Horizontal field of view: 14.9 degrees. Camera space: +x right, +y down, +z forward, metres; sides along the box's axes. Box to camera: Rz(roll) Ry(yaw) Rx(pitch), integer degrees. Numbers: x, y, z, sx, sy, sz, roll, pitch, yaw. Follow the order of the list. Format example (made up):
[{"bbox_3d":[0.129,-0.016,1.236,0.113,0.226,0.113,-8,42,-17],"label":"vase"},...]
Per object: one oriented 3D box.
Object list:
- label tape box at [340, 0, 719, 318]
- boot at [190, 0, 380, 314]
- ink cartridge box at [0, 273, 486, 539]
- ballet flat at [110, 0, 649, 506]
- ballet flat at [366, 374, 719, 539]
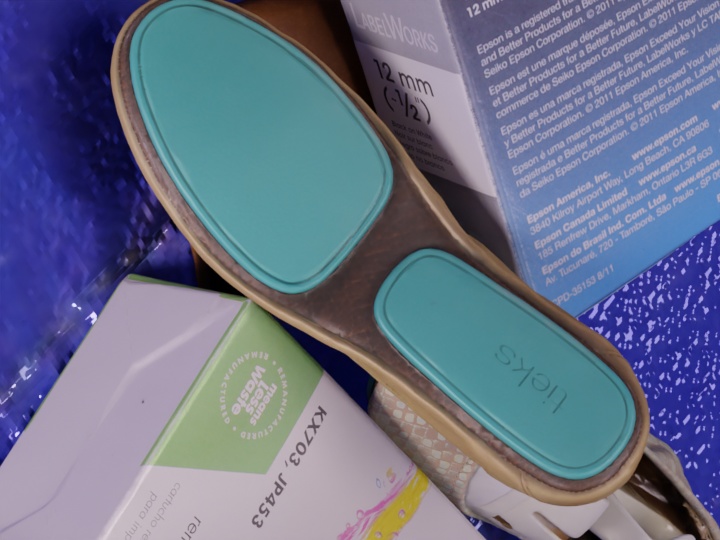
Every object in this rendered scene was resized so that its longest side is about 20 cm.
[{"bbox_3d":[0.067,-0.102,0.848,0.143,0.066,0.200,-32,120,-23],"label":"label tape box"},{"bbox_3d":[0.004,-0.103,0.885,0.200,0.068,0.189,-26,119,-28],"label":"boot"},{"bbox_3d":[-0.025,0.108,0.868,0.200,0.067,0.117,47,65,-36],"label":"ink cartridge box"},{"bbox_3d":[0.000,0.000,0.822,0.200,0.063,0.069,45,78,3],"label":"ballet flat"},{"bbox_3d":[0.073,0.068,0.921,0.067,0.062,0.200,-47,146,10],"label":"ballet flat"}]
